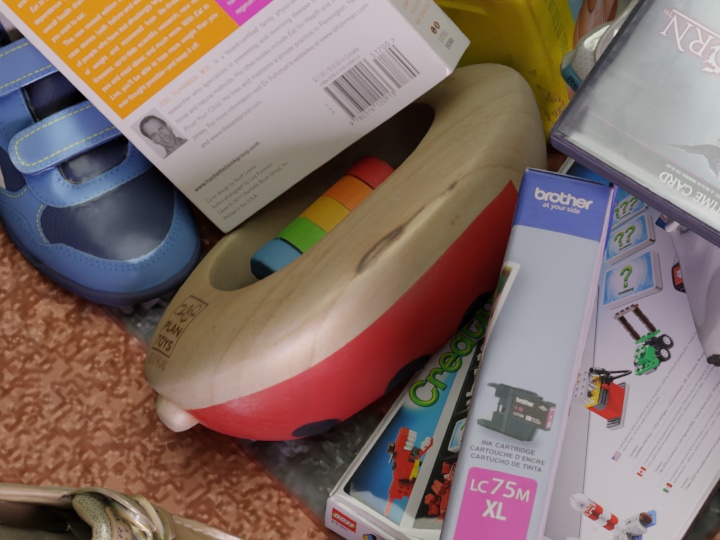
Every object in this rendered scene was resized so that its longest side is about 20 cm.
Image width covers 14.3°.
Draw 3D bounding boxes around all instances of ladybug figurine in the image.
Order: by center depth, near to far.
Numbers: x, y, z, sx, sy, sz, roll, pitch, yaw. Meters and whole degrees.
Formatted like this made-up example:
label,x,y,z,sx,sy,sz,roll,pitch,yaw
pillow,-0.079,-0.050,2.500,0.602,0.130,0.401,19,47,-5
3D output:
label,x,y,z,sx,sy,sz,roll,pitch,yaw
ladybug figurine,0.000,0.000,1.142,0.200,0.136,0.072,-41,110,-10

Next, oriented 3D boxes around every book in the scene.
label,x,y,z,sx,sy,sz,roll,pitch,yaw
book,-0.072,-0.122,1.110,0.200,0.133,0.048,47,36,-13

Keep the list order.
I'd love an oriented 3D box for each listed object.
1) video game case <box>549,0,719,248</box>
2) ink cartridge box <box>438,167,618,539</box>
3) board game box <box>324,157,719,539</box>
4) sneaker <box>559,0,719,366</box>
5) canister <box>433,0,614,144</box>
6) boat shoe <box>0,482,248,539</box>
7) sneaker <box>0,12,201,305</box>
label,x,y,z,sx,sy,sz,roll,pitch,yaw
video game case,0.182,-0.092,1.047,0.143,0.019,0.200,32,79,16
ink cartridge box,0.061,0.050,1.072,0.042,0.119,0.200,14,63,6
board game box,0.091,0.054,1.159,0.126,0.035,0.200,31,66,12
sneaker,0.123,-0.059,1.140,0.086,0.075,0.201,0,75,-14
canister,0.075,-0.172,1.212,0.086,0.149,0.200,11,64,20
boat shoe,-0.101,0.115,1.071,0.200,0.065,0.072,12,61,-24
sneaker,-0.131,-0.074,1.188,0.074,0.082,0.200,-26,68,-17
